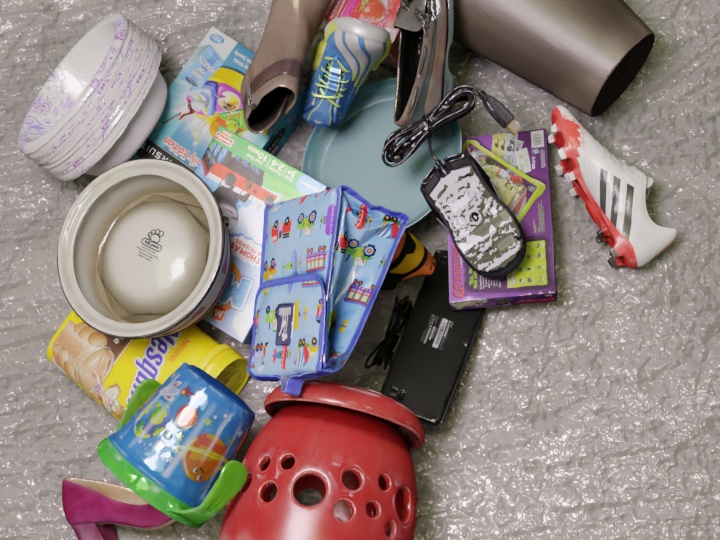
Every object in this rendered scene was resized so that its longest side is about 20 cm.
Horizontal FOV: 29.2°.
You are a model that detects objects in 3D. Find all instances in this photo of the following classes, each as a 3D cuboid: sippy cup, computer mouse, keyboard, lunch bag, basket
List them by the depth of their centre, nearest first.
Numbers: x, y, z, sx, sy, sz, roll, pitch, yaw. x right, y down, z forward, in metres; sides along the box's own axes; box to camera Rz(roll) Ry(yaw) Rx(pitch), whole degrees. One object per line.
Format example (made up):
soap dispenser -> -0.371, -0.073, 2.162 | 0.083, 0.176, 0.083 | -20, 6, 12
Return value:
lunch bag -> -0.047, 0.031, 1.408 | 0.150, 0.093, 0.203 | -10, 62, 55
sippy cup -> -0.182, 0.173, 1.430 | 0.177, 0.140, 0.131 | 36, 87, 13
computer mouse -> 0.131, -0.100, 1.499 | 0.140, 0.046, 0.201 | -40, 81, 6
keyboard -> 0.075, 0.071, 1.531 | 0.103, 0.040, 0.202 | 20, 68, 8
basket -> 0.216, -0.275, 1.539 | 0.200, 0.136, 0.181 | 42, 84, 16

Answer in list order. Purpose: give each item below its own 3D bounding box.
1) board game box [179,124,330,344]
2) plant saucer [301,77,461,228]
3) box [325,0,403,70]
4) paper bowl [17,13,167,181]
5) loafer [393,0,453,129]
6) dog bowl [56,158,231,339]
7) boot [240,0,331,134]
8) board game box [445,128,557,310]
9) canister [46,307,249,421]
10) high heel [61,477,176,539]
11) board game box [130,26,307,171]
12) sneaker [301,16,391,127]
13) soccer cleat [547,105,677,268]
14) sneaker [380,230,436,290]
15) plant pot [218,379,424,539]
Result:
board game box -> -0.143, -0.041, 1.573 | 0.150, 0.037, 0.202 | 29, 92, 13
plant saucer -> 0.026, -0.126, 1.584 | 0.197, 0.027, 0.203 | -9, 66, 21
box -> 0.055, -0.343, 1.609 | 0.099, 0.095, 0.202 | 24, 83, 26
paper bowl -> -0.306, -0.194, 1.633 | 0.200, 0.104, 0.202 | -39, 29, 27
loafer -> 0.064, -0.254, 1.513 | 0.062, 0.072, 0.203 | -7, 101, -21
dog bowl -> -0.231, -0.017, 1.525 | 0.197, 0.074, 0.203 | -4, 74, 16
boot -> -0.077, -0.251, 1.541 | 0.069, 0.201, 0.148 | 18, 49, -16
board game box -> 0.155, -0.058, 1.536 | 0.118, 0.032, 0.203 | -3, 67, 9
canister -> -0.246, 0.106, 1.580 | 0.199, 0.087, 0.149 | 36, 87, 21
high heel -> -0.245, 0.248, 1.553 | 0.198, 0.067, 0.097 | -25, 81, 21
board game box -> -0.172, -0.168, 1.652 | 0.150, 0.047, 0.201 | 33, 86, 20
sneaker -> -0.019, -0.214, 1.542 | 0.075, 0.200, 0.107 | 15, 84, -9
soccer cleat -> 0.274, -0.099, 1.514 | 0.084, 0.069, 0.202 | -25, 74, -3
sneaker -> 0.000, 0.000, 1.532 | 0.199, 0.090, 0.071 | -17, 48, 52
plant pot -> -0.034, 0.222, 1.441 | 0.197, 0.201, 0.185 | 6, 69, 15
